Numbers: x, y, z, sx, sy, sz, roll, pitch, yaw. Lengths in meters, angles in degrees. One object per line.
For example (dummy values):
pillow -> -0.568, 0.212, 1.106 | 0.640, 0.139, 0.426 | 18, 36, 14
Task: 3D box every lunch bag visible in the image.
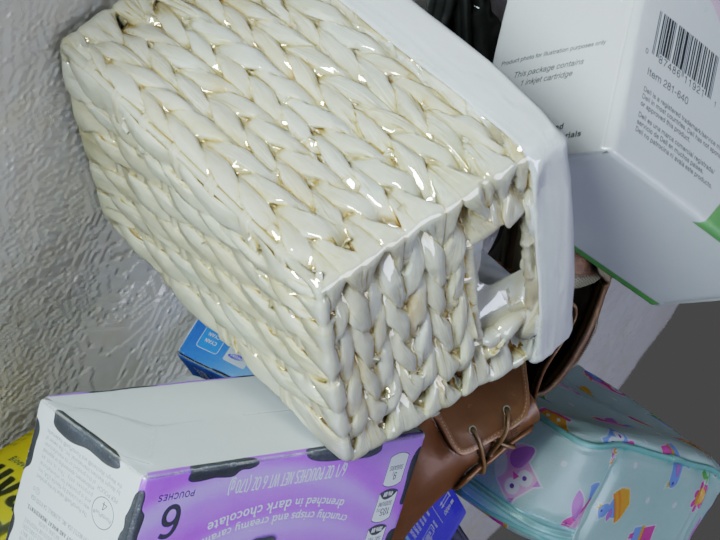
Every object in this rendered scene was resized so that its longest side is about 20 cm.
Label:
lunch bag -> 0.107, 0.100, 1.267 | 0.200, 0.160, 0.077 | 18, 101, -52

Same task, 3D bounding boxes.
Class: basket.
basket -> -0.020, -0.037, 0.916 | 0.123, 0.200, 0.136 | -33, 145, -19

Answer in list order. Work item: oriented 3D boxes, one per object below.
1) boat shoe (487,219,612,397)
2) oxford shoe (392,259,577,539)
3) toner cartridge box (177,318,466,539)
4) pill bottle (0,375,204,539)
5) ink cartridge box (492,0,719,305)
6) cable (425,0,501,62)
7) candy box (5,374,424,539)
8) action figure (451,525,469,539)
boat shoe -> 0.107, -0.020, 1.138 | 0.075, 0.072, 0.201 | 1, 126, -10
oxford shoe -> 0.043, 0.074, 1.052 | 0.200, 0.071, 0.071 | -58, 152, -30
toner cartridge box -> -0.016, 0.086, 1.135 | 0.043, 0.095, 0.200 | -59, 151, -17
pill bottle -> -0.137, 0.129, 1.002 | 0.200, 0.111, 0.112 | -32, 144, -33
ink cartridge box -> 0.141, -0.105, 0.993 | 0.145, 0.084, 0.201 | 32, 63, -39
cable -> 0.037, -0.131, 1.058 | 0.097, 0.050, 0.201 | -38, 136, -31
candy box -> -0.075, 0.150, 0.934 | 0.167, 0.071, 0.201 | -4, 117, -48
action figure -> -0.034, 0.195, 1.231 | 0.200, 0.070, 0.130 | -35, 179, -26
